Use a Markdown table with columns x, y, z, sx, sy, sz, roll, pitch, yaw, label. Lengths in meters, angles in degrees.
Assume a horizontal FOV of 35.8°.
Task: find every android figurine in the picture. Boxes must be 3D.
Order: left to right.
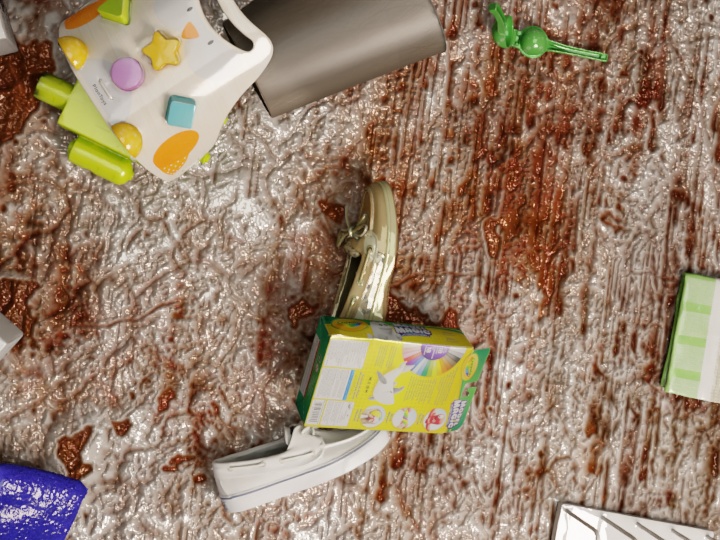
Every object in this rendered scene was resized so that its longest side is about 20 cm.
| x | y | z | sx | sy | sz | roll | pitch | yaw | label |
| --- | --- | --- | --- | --- | --- | --- | --- | --- | --- |
| -0.243 | -0.185 | 1.201 | 0.198 | 0.041 | 0.184 | 23 | 86 | -7 | android figurine |

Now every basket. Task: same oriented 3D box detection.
| x | y | z | sx | sy | sz | roll | pitch | yaw | label |
| --- | --- | --- | --- | --- | --- | --- | --- | --- | --- |
| -0.035 | -0.260 | 1.191 | 0.198 | 0.136 | 0.182 | -30 | 64 | -3 | basket |

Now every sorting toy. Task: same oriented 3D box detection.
| x | y | z | sx | sy | sz | roll | pitch | yaw | label |
| --- | --- | --- | --- | --- | --- | --- | --- | --- | --- |
| -0.188 | -0.222 | 1.119 | 0.179 | 0.107 | 0.201 | -33 | 93 | 8 | sorting toy |

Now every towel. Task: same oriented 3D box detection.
| x | y | z | sx | sy | sz | roll | pitch | yaw | label |
| --- | --- | --- | --- | --- | --- | --- | --- | --- | --- |
| -0.388 | 0.263 | 1.125 | 0.199 | 0.049 | 0.149 | 22 | 99 | -42 | towel |
| 0.465 | 0.093 | 1.342 | 0.197 | 0.031 | 0.152 | 12 | 86 | -8 | towel |

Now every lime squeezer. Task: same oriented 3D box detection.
| x | y | z | sx | sy | sz | roll | pitch | yaw | label |
| --- | --- | --- | --- | --- | --- | --- | --- | --- | --- |
| 0.196 | -0.270 | 1.268 | 0.198 | 0.070 | 0.038 | 13 | 70 | -39 | lime squeezer |

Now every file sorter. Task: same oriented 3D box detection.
| x | y | z | sx | sy | sz | roll | pitch | yaw | label |
| --- | --- | --- | --- | --- | --- | --- | --- | --- | --- |
| 0.324 | 0.363 | 1.269 | 0.197 | 0.124 | 0.141 | 12 | 89 | -10 | file sorter |

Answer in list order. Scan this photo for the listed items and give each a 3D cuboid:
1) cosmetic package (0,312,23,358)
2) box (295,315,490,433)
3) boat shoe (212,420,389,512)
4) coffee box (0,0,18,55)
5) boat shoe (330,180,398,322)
| x | y | z | sx | sy | sz | roll | pitch | yaw | label |
| --- | --- | --- | --- | --- | --- | --- | --- | --- | --- |
| -0.489 | 0.078 | 1.123 | 0.199 | 0.123 | 0.200 | 42 | 86 | -8 | cosmetic package |
| 0.038 | 0.116 | 1.217 | 0.197 | 0.049 | 0.119 | 8 | 115 | -22 | box |
| -0.066 | 0.200 | 1.223 | 0.197 | 0.074 | 0.066 | -22 | 99 | -10 | boat shoe |
| -0.438 | -0.317 | 1.145 | 0.111 | 0.080 | 0.203 | -15 | 94 | -8 | coffee box |
| 0.000 | 0.000 | 1.231 | 0.062 | 0.073 | 0.204 | 6 | 91 | -13 | boat shoe |
